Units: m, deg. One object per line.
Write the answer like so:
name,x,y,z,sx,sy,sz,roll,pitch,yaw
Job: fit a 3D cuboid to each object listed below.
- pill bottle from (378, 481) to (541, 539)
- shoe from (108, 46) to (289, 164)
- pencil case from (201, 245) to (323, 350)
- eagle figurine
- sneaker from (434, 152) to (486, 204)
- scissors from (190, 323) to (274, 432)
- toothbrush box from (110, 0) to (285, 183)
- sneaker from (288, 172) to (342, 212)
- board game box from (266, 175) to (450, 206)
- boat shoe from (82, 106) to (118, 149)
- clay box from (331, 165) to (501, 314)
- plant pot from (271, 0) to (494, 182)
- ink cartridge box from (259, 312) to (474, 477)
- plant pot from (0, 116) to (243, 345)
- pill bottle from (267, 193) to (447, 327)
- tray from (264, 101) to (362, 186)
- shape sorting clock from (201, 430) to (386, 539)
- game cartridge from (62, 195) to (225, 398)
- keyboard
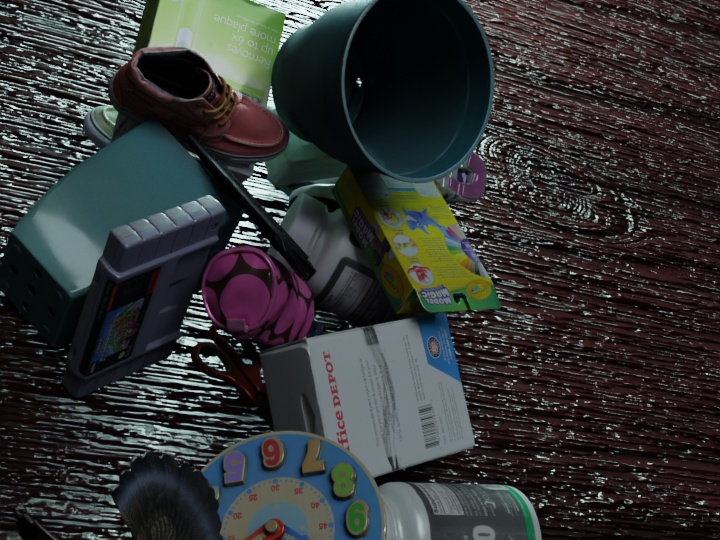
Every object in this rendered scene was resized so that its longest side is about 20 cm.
pill bottle,0.067,0.263,1.241,0.199,0.113,0.114,6,49,-30
shoe,-0.154,-0.168,1.314,0.199,0.091,0.072,18,73,-21
pencil case,-0.099,0.035,1.282,0.090,0.200,0.094,13,83,12
eagle figurine,-0.176,0.264,1.035,0.151,0.151,0.201,-12,67,-29
sneaker,0.051,-0.127,1.558,0.199,0.088,0.081,23,67,-20
scissors,-0.096,0.134,1.320,0.200,0.014,0.073,45,41,10
toothbrush box,-0.178,-0.205,1.410,0.145,0.086,0.201,18,73,-21
sneaker,0.015,-0.082,1.502,0.199,0.074,0.080,14,52,-15
board game box,0.001,-0.097,1.589,0.200,0.037,0.151,38,40,0
boat shoe,-0.215,-0.153,1.465,0.199,0.062,0.072,16,45,-24
clay box,0.060,-0.025,1.378,0.114,0.048,0.201,-1,52,-37
plant pot,0.008,-0.199,1.368,0.199,0.187,0.202,-5,99,-35
ink cartridge box,0.008,0.132,1.301,0.199,0.083,0.146,-8,84,-43
plant pot,-0.248,-0.025,1.268,0.141,0.142,0.200,45,47,10
pill bottle,0.000,0.000,1.438,0.199,0.114,0.114,27,41,-11
tray,-0.021,-0.162,1.481,0.199,0.022,0.108,-10,72,-20
shape sorting clock,-0.075,0.235,1.150,0.198,0.039,0.201,-4,60,7
game cartridge,-0.204,0.028,1.198,0.038,0.201,0.129,39,39,17
keyboard,-0.101,-0.055,1.288,0.200,0.021,0.127,47,-6,39
